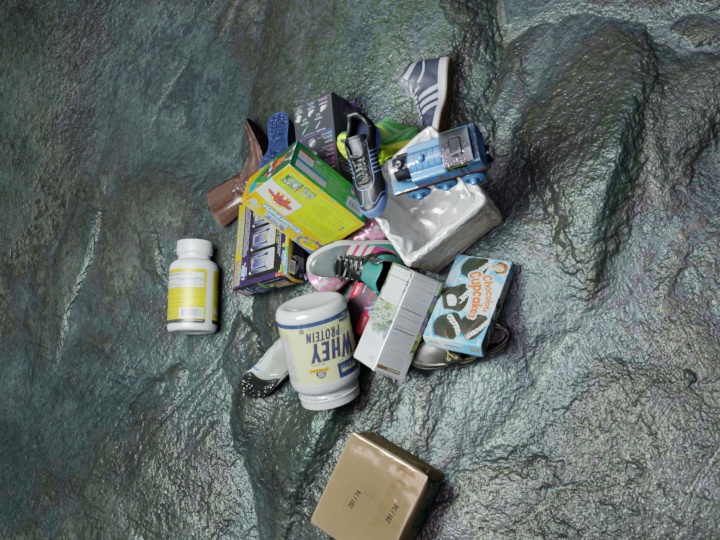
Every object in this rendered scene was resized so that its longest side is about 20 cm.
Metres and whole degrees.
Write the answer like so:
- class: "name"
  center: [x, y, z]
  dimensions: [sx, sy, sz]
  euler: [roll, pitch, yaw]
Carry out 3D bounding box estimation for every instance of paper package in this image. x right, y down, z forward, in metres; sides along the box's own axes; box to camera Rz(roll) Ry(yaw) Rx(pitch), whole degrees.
- class: "paper package"
  center: [0.032, 0.438, 1.585]
  dimensions: [0.189, 0.103, 0.203]
  euler: [26, 91, 25]

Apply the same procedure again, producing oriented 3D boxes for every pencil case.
- class: "pencil case"
  center: [-0.028, -0.038, 1.711]
  dimensions: [0.086, 0.083, 0.200]
  euler: [41, 101, -15]

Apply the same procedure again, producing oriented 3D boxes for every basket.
- class: "basket"
  center: [0.139, -0.131, 1.605]
  dimensions: [0.197, 0.160, 0.201]
  euler: [-39, 68, 13]

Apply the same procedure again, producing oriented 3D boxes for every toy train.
- class: "toy train"
  center: [0.138, -0.190, 1.466]
  dimensions: [0.197, 0.114, 0.088]
  euler: [-14, 73, 21]

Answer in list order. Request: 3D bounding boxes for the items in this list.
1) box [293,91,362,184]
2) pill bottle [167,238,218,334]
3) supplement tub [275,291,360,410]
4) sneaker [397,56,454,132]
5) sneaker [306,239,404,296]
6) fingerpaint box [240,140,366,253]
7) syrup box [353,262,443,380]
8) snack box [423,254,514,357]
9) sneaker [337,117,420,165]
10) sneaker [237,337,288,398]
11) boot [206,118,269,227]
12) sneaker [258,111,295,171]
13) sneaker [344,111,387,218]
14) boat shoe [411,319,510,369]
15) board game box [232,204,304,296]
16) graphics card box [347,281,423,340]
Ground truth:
- class: "box"
  center: [-0.060, -0.249, 1.733]
  dimensions: [0.105, 0.122, 0.204]
  euler: [-14, 74, 31]
- class: "pill bottle"
  center: [-0.371, 0.037, 1.838]
  dimensions: [0.109, 0.111, 0.204]
  euler: [-4, 79, 24]
- class: "supplement tub"
  center: [-0.080, 0.157, 1.634]
  dimensions: [0.143, 0.145, 0.203]
  euler: [-6, 105, 23]
- class: "sneaker"
  center: [0.128, -0.341, 1.696]
  dimensions: [0.107, 0.070, 0.204]
  euler: [3, 75, 20]
- class: "sneaker"
  center: [0.000, 0.000, 1.616]
  dimensions: [0.121, 0.196, 0.085]
  euler: [-123, 29, -57]
- class: "fingerpaint box"
  center: [-0.108, -0.139, 1.638]
  dimensions: [0.166, 0.199, 0.074]
  euler: [-30, 34, 41]
- class: "syrup box"
  center: [0.071, 0.097, 1.572]
  dimensions: [0.078, 0.081, 0.203]
  euler: [24, 92, 57]
- class: "snack box"
  center: [0.206, 0.062, 1.555]
  dimensions: [0.114, 0.037, 0.202]
  euler: [8, 54, 27]
- class: "sneaker"
  center: [0.040, -0.264, 1.687]
  dimensions: [0.075, 0.197, 0.084]
  euler: [115, 144, -47]
- class: "sneaker"
  center: [-0.184, 0.203, 1.756]
  dimensions: [0.072, 0.073, 0.200]
  euler: [46, 115, -4]
- class: "boot"
  center: [-0.285, -0.220, 1.876]
  dimensions: [0.199, 0.064, 0.189]
  euler: [-33, 67, 21]
- class: "sneaker"
  center: [-0.170, -0.240, 1.779]
  dimensions: [0.069, 0.078, 0.203]
  euler: [-3, 62, 18]
- class: "sneaker"
  center: [0.003, -0.201, 1.553]
  dimensions: [0.069, 0.078, 0.203]
  euler: [-16, 67, 24]
- class: "boat shoe"
  center: [0.187, 0.139, 1.562]
  dimensions: [0.198, 0.061, 0.073]
  euler: [-18, 87, 5]
- class: "board game box"
  center: [-0.194, -0.060, 1.767]
  dimensions: [0.163, 0.056, 0.203]
  euler: [-15, 63, 36]
- class: "graphics card box"
  center: [0.063, 0.093, 1.661]
  dimensions: [0.198, 0.051, 0.127]
  euler: [26, 91, 25]
